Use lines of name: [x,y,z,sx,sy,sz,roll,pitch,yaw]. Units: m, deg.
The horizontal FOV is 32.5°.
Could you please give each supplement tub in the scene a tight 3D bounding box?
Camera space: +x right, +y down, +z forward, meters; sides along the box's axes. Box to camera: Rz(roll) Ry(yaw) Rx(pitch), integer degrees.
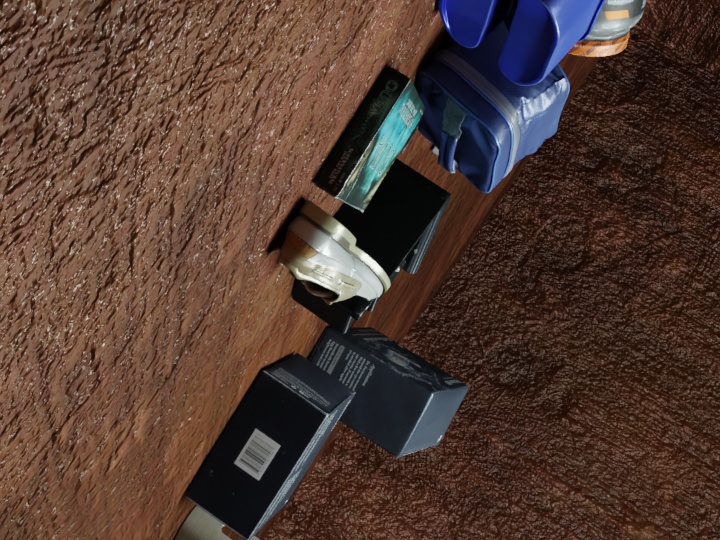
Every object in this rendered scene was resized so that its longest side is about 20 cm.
supplement tub: [0.265,-0.350,1.383,0.123,0.122,0.200,-48,148,-49]

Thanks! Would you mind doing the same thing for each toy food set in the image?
toy food set: [-0.208,0.436,1.761,0.200,0.143,0.060,-62,171,33]

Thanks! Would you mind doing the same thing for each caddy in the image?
caddy: [0.157,-0.270,1.169,0.105,0.141,0.200,-49,171,-15]

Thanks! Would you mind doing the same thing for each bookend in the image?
bookend: [0.000,0.000,1.465,0.200,0.092,0.199,-52,172,-28]

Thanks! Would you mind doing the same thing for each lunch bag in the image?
lunch bag: [0.136,-0.180,1.395,0.132,0.136,0.200,-41,165,-11]

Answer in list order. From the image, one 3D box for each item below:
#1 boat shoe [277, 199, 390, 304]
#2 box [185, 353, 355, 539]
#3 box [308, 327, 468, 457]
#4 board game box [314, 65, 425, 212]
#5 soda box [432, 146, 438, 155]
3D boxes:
boat shoe: [-0.031,-0.005,1.256,0.068,0.075,0.200,-53,151,-4]
box: [-0.115,0.228,1.637,0.200,0.104,0.182,-58,172,8]
box: [0.036,0.184,1.923,0.118,0.200,0.197,-62,161,8]
board game box: [0.015,-0.128,1.267,0.135,0.028,0.200,-58,173,3]
soda box: [0.183,-0.236,1.758,0.200,0.068,0.063,-58,174,9]
